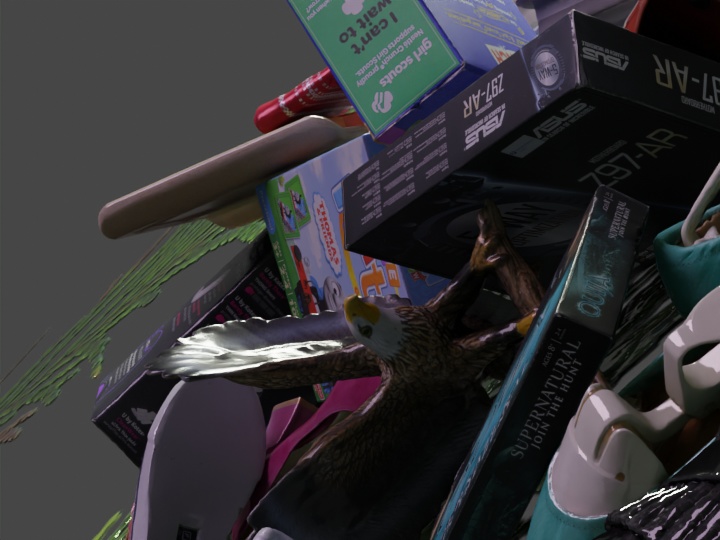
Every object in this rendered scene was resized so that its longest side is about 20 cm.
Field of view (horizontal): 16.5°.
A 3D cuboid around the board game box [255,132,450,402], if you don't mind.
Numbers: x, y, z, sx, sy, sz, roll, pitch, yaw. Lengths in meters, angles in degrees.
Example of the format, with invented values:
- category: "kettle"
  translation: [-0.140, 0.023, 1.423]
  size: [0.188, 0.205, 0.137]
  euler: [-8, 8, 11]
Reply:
- category: "board game box"
  translation: [0.000, 0.000, 1.551]
  size: [0.037, 0.151, 0.200]
  euler: [-16, -2, -23]

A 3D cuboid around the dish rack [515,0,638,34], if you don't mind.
- category: "dish rack"
  translation: [0.207, -0.157, 1.404]
  size: [0.200, 0.044, 0.172]
  euler: [-8, -5, -27]

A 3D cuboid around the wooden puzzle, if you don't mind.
- category: "wooden puzzle"
  translation: [-0.064, -0.071, 1.704]
  size: [0.185, 0.037, 0.200]
  euler: [-22, -6, 21]

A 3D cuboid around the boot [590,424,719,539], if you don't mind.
- category: "boot"
  translation: [0.105, 0.104, 0.889]
  size: [0.211, 0.079, 0.158]
  euler: [-10, 42, 55]

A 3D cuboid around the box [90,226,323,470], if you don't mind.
- category: "box"
  translation: [-0.079, 0.061, 1.731]
  size: [0.200, 0.106, 0.122]
  euler: [-43, 9, 5]

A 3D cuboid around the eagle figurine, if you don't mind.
- category: "eagle figurine"
  translation: [0.010, 0.055, 1.269]
  size: [0.200, 0.151, 0.152]
  euler: [-36, 22, 9]

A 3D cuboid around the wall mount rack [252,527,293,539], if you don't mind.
- category: "wall mount rack"
  translation: [-0.065, 0.204, 1.118]
  size: [0.200, 0.075, 0.174]
  euler: [-53, 7, 16]

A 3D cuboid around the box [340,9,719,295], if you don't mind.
- category: "box"
  translation: [0.110, -0.051, 1.289]
  size: [0.200, 0.160, 0.044]
  euler: [-34, 50, 46]

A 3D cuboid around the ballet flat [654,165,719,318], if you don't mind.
- category: "ballet flat"
  translation: [0.207, -0.048, 1.084]
  size: [0.200, 0.070, 0.067]
  euler: [-40, 9, 23]

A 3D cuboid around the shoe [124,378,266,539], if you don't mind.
- category: "shoe"
  translation: [-0.115, 0.157, 1.455]
  size: [0.091, 0.071, 0.200]
  euler: [-33, 41, 57]

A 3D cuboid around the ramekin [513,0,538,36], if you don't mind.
- category: "ramekin"
  translation: [0.136, -0.129, 1.644]
  size: [0.200, 0.105, 0.200]
  euler: [-43, 10, 9]

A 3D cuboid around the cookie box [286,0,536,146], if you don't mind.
- category: "cookie box"
  translation: [0.026, -0.160, 1.485]
  size: [0.075, 0.200, 0.171]
  euler: [-41, -25, 19]

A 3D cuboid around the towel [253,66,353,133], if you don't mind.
- category: "towel"
  translation: [0.026, -0.156, 1.666]
  size: [0.200, 0.022, 0.145]
  euler: [-35, -4, 19]

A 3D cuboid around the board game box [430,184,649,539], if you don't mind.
- category: "board game box"
  translation: [0.069, 0.073, 1.103]
  size: [0.135, 0.028, 0.200]
  euler: [-64, -2, -62]

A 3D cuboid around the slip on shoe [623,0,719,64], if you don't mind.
- category: "slip on shoe"
  translation: [0.164, -0.103, 1.306]
  size: [0.200, 0.074, 0.061]
  euler: [102, -167, -51]

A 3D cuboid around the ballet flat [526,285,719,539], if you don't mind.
- category: "ballet flat"
  translation: [0.127, 0.054, 1.003]
  size: [0.200, 0.070, 0.067]
  euler: [-43, 41, 4]

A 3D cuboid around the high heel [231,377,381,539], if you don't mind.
- category: "high heel"
  translation: [-0.013, 0.110, 1.431]
  size: [0.200, 0.067, 0.096]
  euler: [-17, 48, 52]
